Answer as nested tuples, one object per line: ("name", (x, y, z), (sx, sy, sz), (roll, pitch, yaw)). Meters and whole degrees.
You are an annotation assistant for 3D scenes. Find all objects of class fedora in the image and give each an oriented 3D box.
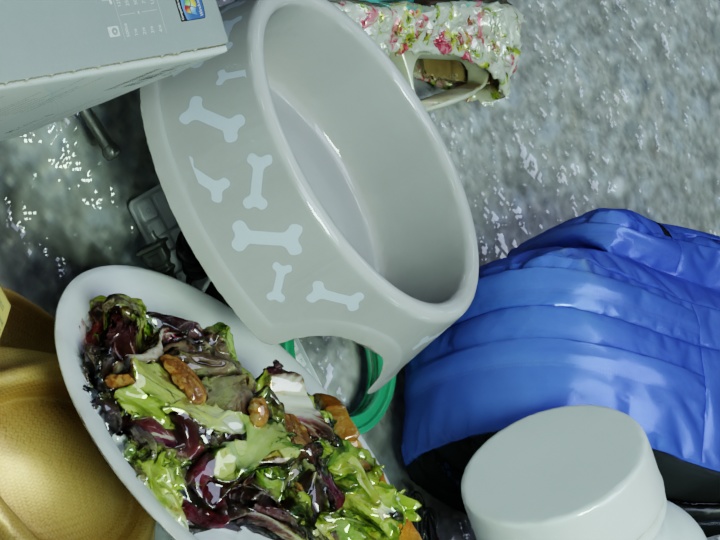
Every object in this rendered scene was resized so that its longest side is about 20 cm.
("fedora", (-0.150, 0.087, 1.010), (0.200, 0.082, 0.201), (16, 67, -41))

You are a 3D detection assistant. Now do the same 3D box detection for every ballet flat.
("ballet flat", (0.017, -0.114, 1.245), (0.200, 0.076, 0.064), (-4, 89, -43))

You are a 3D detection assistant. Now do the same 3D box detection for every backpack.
("backpack", (0.119, 0.056, 1.237), (0.200, 0.162, 0.168), (11, 65, -30))

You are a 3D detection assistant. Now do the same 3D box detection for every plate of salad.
("plate of salad", (-0.045, 0.067, 1.017), (0.200, 0.048, 0.200), (37, 24, -20))

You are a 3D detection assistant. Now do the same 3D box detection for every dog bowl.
("dog bowl", (-0.017, -0.044, 1.110), (0.200, 0.059, 0.200), (44, 29, -32))

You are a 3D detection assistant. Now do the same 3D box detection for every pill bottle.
("pill bottle", (0.118, 0.168, 1.122), (0.114, 0.114, 0.200), (-49, 130, -41))

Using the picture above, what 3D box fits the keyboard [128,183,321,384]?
("keyboard", (-0.051, 0.045, 1.173), (0.056, 0.011, 0.200), (-35, 103, -44))

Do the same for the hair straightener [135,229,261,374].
("hair straightener", (-0.066, -0.003, 1.131), (0.077, 0.041, 0.200), (41, 50, -32))

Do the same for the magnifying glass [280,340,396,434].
("magnifying glass", (0.000, 0.000, 1.223), (0.080, 0.022, 0.200), (43, 50, -29))

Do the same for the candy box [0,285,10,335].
("candy box", (-0.223, 0.077, 0.916), (0.056, 0.117, 0.200), (77, 25, -57))

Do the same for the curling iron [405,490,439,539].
("curling iron", (0.050, 0.210, 1.212), (0.050, 0.026, 0.200), (-21, 92, -53))

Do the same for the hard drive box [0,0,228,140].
("hard drive box", (-0.182, -0.093, 0.982), (0.200, 0.156, 0.077), (-16, 89, -47))

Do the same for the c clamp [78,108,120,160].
("c clamp", (-0.104, -0.171, 1.160), (0.200, 0.027, 0.171), (-39, 96, -31))
